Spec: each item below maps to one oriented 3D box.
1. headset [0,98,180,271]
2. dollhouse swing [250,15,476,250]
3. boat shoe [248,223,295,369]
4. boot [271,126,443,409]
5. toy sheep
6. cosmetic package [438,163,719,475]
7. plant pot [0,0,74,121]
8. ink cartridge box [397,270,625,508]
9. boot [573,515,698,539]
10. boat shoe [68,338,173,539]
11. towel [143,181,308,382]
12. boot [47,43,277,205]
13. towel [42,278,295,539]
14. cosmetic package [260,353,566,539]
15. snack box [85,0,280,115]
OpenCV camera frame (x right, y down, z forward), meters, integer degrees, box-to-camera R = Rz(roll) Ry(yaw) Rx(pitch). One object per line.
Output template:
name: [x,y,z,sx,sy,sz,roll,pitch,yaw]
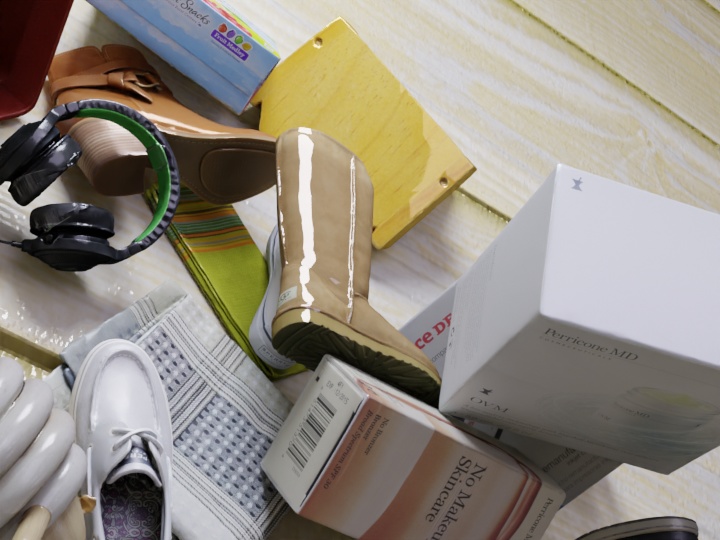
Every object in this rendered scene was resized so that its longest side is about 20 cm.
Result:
headset: [-0.223,-0.054,0.914,0.199,0.094,0.124,-27,95,-27]
dollhouse swing: [-0.001,-0.127,1.281,0.182,0.176,0.200,-41,86,-13]
boat shoe: [-0.040,0.003,1.063,0.073,0.067,0.201,35,34,-21]
boot: [0.000,0.000,0.998,0.175,0.066,0.201,37,37,-35]
toy sheep: [-0.235,0.107,0.729,0.200,0.137,0.138,54,33,-16]
cosmetic package: [0.187,0.045,0.904,0.198,0.200,0.124,16,61,-10]
plant pot: [-0.341,-0.229,0.918,0.176,0.201,0.200,40,33,16]
ink cartridge box: [0.118,0.111,1.054,0.200,0.145,0.084,54,19,12]
boot: [0.180,0.282,0.921,0.073,0.203,0.155,23,44,-41]
boat shoe: [-0.151,0.134,0.801,0.072,0.068,0.201,12,63,-23]
towel: [-0.103,0.003,1.063,0.086,0.018,0.201,-16,67,-50]
boot: [-0.164,-0.134,1.069,0.199,0.074,0.155,0,44,-35]
towel: [-0.123,0.108,0.923,0.200,0.035,0.193,45,35,0]
cosmetic package: [0.041,0.155,0.928,0.199,0.104,0.087,27,5,-29]
snack box: [-0.158,-0.226,1.125,0.168,0.068,0.200,36,8,-14]
